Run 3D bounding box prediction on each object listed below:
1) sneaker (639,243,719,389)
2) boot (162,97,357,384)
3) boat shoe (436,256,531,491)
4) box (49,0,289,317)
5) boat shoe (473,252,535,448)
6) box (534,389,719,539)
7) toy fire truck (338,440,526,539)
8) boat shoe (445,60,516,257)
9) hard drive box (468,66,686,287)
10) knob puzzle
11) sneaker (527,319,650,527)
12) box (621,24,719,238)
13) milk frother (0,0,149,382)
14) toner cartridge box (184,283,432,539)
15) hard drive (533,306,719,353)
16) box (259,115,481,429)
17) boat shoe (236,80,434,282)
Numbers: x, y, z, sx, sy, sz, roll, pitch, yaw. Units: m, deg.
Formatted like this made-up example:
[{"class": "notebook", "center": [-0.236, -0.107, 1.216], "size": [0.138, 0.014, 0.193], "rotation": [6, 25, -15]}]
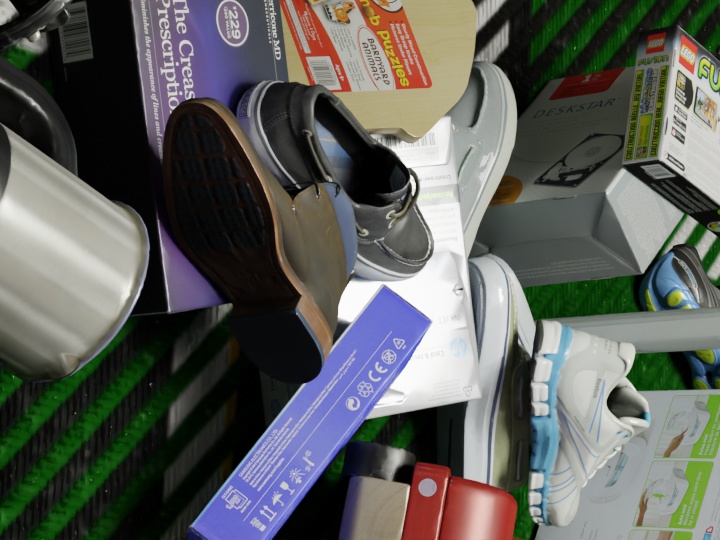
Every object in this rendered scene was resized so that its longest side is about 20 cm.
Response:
[{"class": "sneaker", "center": [0.317, 0.056, 1.788], "size": [0.200, 0.071, 0.083], "rotation": [54, 55, -29]}, {"class": "boot", "center": [-0.058, -0.037, 1.225], "size": [0.097, 0.075, 0.200], "rotation": [-61, 141, -47]}, {"class": "boat shoe", "center": [0.094, 0.078, 1.472], "size": [0.062, 0.072, 0.200], "rotation": [-10, 122, -23]}, {"class": "box", "center": [-0.111, -0.077, 1.270], "size": [0.141, 0.079, 0.200], "rotation": [-11, 95, -54]}, {"class": "boat shoe", "center": [0.108, 0.082, 1.543], "size": [0.067, 0.074, 0.200], "rotation": [-36, 115, -19]}, {"class": "box", "center": [0.239, 0.199, 1.593], "size": [0.097, 0.176, 0.200], "rotation": [46, 52, -37]}, {"class": "toy fire truck", "center": [0.081, 0.203, 1.346], "size": [0.176, 0.200, 0.129], "rotation": [78, 21, -74]}, {"class": "boat shoe", "center": [0.059, -0.076, 1.482], "size": [0.072, 0.070, 0.201], "rotation": [43, 58, -47]}, {"class": "hard drive box", "center": [0.179, -0.076, 1.566], "size": [0.200, 0.156, 0.077], "rotation": [-50, 122, -42]}, {"class": "knob puzzle", "center": [-0.001, -0.173, 1.401], "size": [0.219, 0.030, 0.220], "rotation": [18, 55, -28]}, {"class": "sneaker", "center": [0.166, 0.121, 1.471], "size": [0.200, 0.086, 0.075], "rotation": [86, 12, -46]}, {"class": "box", "center": [0.270, -0.091, 1.528], "size": [0.200, 0.035, 0.110], "rotation": [31, 62, -44]}, {"class": "milk frother", "center": [-0.180, -0.063, 1.086], "size": [0.188, 0.200, 0.181], "rotation": [37, 55, -43]}, {"class": "toner cartridge box", "center": [-0.035, 0.107, 1.284], "size": [0.043, 0.095, 0.200], "rotation": [38, 70, 4]}, {"class": "hard drive", "center": [0.239, 0.049, 1.589], "size": [0.132, 0.200, 0.026], "rotation": [6, 81, -51]}, {"class": "box", "center": [0.000, 0.000, 1.386], "size": [0.156, 0.041, 0.200], "rotation": [-8, 91, -30]}, {"class": "boat shoe", "center": [0.002, -0.057, 1.297], "size": [0.200, 0.066, 0.070], "rotation": [48, 51, -40]}]
